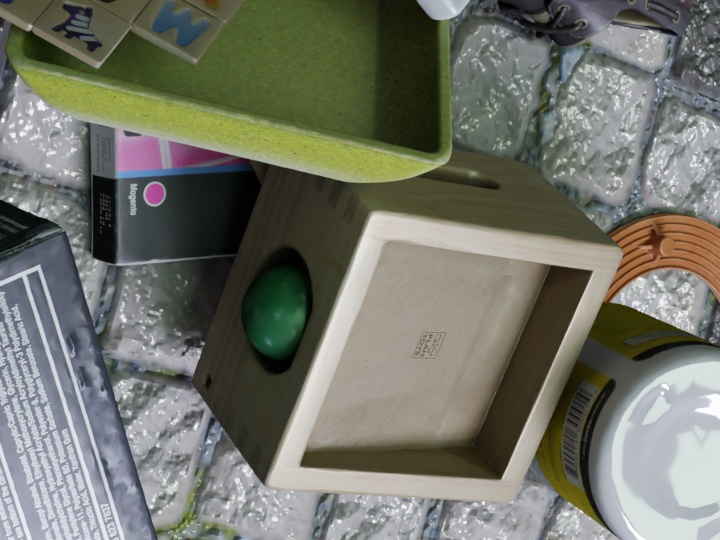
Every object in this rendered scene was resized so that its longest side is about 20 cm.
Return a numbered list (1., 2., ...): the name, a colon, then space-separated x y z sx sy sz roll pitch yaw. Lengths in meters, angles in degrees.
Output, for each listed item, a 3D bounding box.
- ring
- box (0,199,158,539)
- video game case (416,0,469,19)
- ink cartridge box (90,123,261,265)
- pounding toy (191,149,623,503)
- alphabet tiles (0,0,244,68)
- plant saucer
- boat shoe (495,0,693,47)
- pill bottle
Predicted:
1. ring: 0.193 0.064 1.197 0.200 0.019 0.201 -6 100 -34
2. box: -0.219 0.092 0.860 0.198 0.123 0.200 -25 115 -28
3. video game case: 0.030 -0.252 0.896 0.200 0.023 0.182 50 60 -25
4. ink cartridge box: -0.049 -0.058 1.010 0.200 0.037 0.095 -6 101 -35
5. pounding toy: 0.000 0.000 0.969 0.200 0.142 0.184 8 114 -33
6. alphabet tiles: -0.122 -0.170 0.870 0.166 0.006 0.200 29 43 -1
7. plant saucer: -0.059 -0.117 0.899 0.199 0.200 0.048 13 131 -9
8. boat shoe: 0.122 -0.161 1.086 0.200 0.072 0.065 -7 96 -38
9. pill bottle: 0.145 0.080 1.048 0.114 0.200 0.115 -3 101 -15
